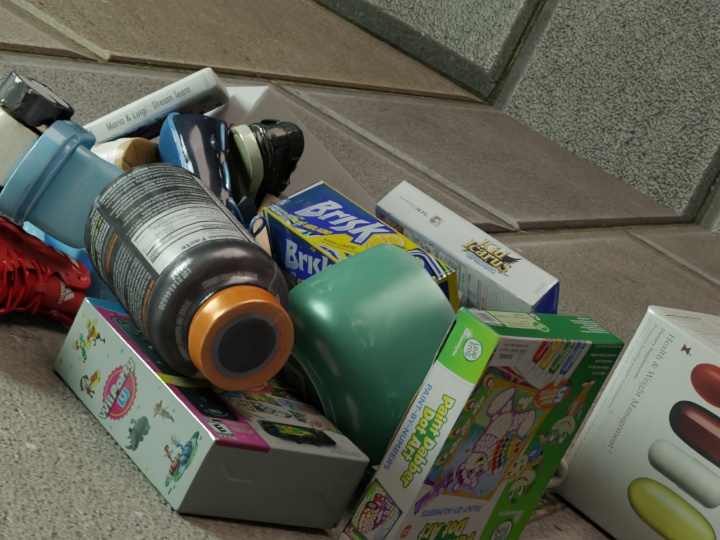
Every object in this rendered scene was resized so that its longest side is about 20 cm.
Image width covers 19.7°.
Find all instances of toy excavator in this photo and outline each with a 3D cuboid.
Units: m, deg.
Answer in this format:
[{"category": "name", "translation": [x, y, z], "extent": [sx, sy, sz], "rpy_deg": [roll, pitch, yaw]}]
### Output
[{"category": "toy excavator", "translation": [-0.210, -0.053, 1.624], "extent": [0.200, 0.100, 0.194], "rpy_deg": [38, 3, -1]}]

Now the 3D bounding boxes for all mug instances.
[{"category": "mug", "translation": [0.007, 0.085, 1.571], "extent": [0.185, 0.114, 0.152], "rpy_deg": [63, -23, 4]}]

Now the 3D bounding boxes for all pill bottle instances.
[{"category": "pill bottle", "translation": [-0.118, 0.009, 1.480], "extent": [0.106, 0.106, 0.200], "rpy_deg": [17, 17, -34]}]

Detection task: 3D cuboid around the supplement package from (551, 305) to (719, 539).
[{"category": "supplement package", "translation": [0.313, 0.165, 1.796], "extent": [0.200, 0.192, 0.147], "rpy_deg": [36, 17, 35]}]

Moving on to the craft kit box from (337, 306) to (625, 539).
[{"category": "craft kit box", "translation": [0.091, 0.124, 1.520], "extent": [0.048, 0.198, 0.200], "rpy_deg": [38, 18, 29]}]

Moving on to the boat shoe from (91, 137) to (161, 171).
[{"category": "boat shoe", "translation": [-0.200, -0.085, 1.853], "extent": [0.069, 0.071, 0.200], "rpy_deg": [3, -8, 17]}]

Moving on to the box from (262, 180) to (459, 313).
[{"category": "box", "translation": [0.000, 0.000, 1.722], "extent": [0.064, 0.070, 0.200], "rpy_deg": [-27, 38, -25]}]

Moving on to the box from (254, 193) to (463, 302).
[{"category": "box", "translation": [-0.020, 0.026, 1.846], "extent": [0.199, 0.095, 0.078], "rpy_deg": [26, -31, -1]}]

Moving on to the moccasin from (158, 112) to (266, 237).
[{"category": "moccasin", "translation": [-0.117, -0.048, 1.766], "extent": [0.068, 0.080, 0.201], "rpy_deg": [-6, 73, -24]}]

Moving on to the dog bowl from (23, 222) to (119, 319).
[{"category": "dog bowl", "translation": [-0.206, 0.010, 1.692], "extent": [0.111, 0.050, 0.200], "rpy_deg": [11, 20, -49]}]

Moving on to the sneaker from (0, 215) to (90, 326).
[{"category": "sneaker", "translation": [-0.256, 0.004, 1.564], "extent": [0.115, 0.079, 0.200], "rpy_deg": [23, 15, -12]}]

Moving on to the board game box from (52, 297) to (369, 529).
[{"category": "board game box", "translation": [-0.111, 0.103, 1.499], "extent": [0.147, 0.064, 0.200], "rpy_deg": [14, 17, -42]}]

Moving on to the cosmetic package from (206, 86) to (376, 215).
[{"category": "cosmetic package", "translation": [-0.075, -0.091, 2.050], "extent": [0.200, 0.071, 0.101], "rpy_deg": [46, -22, -30]}]

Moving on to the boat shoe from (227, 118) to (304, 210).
[{"category": "boat shoe", "translation": [-0.088, -0.097, 1.883], "extent": [0.199, 0.066, 0.075], "rpy_deg": [117, -48, -73]}]

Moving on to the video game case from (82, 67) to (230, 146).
[{"category": "video game case", "translation": [-0.209, -0.132, 1.904], "extent": [0.200, 0.182, 0.024], "rpy_deg": [-117, -178, -89]}]

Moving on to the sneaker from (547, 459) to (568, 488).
[{"category": "sneaker", "translation": [0.111, 0.148, 1.740], "extent": [0.200, 0.075, 0.087], "rpy_deg": [10, 28, -51]}]

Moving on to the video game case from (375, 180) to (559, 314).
[{"category": "video game case", "translation": [0.095, 0.036, 1.903], "extent": [0.181, 0.200, 0.045], "rpy_deg": [33, 58, 24]}]
